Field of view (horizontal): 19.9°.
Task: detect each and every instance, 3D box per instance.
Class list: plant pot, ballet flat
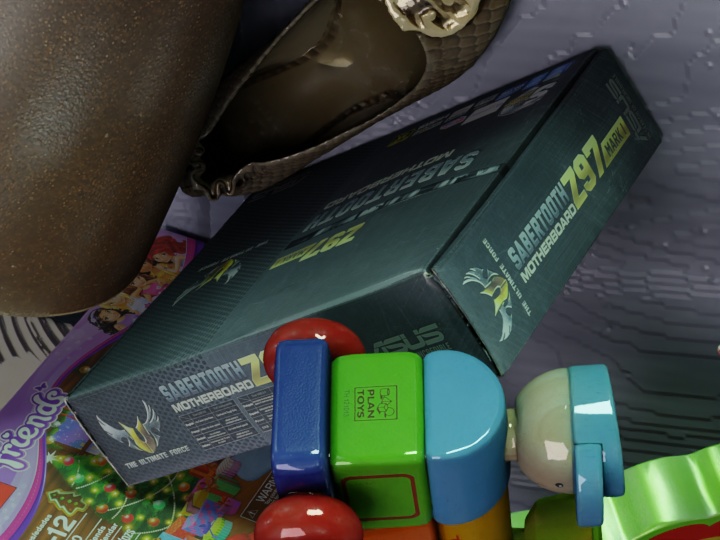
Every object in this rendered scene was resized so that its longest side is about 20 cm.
[{"bbox_3d":[-0.115,-0.117,0.768,0.187,0.187,0.200,38,120,0],"label":"plant pot"},{"bbox_3d":[-0.015,-0.077,0.812,0.067,0.046,0.200,49,134,-12],"label":"ballet flat"}]

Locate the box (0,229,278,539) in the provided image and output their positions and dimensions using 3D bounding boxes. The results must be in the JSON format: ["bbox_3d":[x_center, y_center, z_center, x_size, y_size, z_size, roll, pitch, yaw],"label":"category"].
[{"bbox_3d":[-0.074,0.071,0.857,0.137,0.200,0.039,17,134,20],"label":"box"}]

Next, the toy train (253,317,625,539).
[{"bbox_3d":[0.032,0.098,0.706,0.116,0.085,0.200,-3,142,6],"label":"toy train"}]

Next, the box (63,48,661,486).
[{"bbox_3d":[0.000,0.000,0.786,0.200,0.158,0.051,-20,112,42],"label":"box"}]

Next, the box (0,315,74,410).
[{"bbox_3d":[-0.103,0.079,0.962,0.200,0.068,0.082,13,154,22],"label":"box"}]

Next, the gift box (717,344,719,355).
[{"bbox_3d":[0.240,0.022,0.634,0.200,0.185,0.187,50,133,-3],"label":"gift box"}]

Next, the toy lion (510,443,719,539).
[{"bbox_3d":[0.084,0.124,0.824,0.192,0.200,0.069,-46,52,45],"label":"toy lion"}]
